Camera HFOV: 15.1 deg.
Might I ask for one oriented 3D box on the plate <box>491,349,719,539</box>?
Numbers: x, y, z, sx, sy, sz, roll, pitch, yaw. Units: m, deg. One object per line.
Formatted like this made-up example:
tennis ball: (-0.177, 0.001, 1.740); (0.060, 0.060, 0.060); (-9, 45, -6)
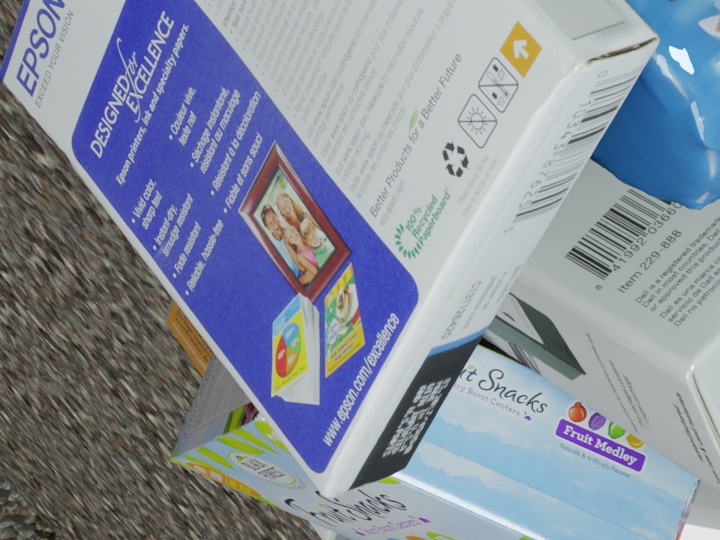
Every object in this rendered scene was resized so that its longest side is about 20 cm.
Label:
plate: (0.124, 0.084, 1.185); (0.199, 0.032, 0.200); (9, 160, 33)

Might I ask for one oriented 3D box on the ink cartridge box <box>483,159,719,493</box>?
ink cartridge box: (0.107, -0.030, 0.970); (0.200, 0.146, 0.084); (34, 162, 43)

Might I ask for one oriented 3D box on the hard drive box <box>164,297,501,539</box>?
hard drive box: (0.000, 0.000, 1.259); (0.156, 0.077, 0.200); (51, 139, 30)

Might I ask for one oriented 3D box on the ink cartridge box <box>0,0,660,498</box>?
ink cartridge box: (-0.021, -0.065, 0.845); (0.200, 0.047, 0.198); (52, 138, 24)

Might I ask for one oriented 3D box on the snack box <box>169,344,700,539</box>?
snack box: (0.024, 0.073, 1.088); (0.168, 0.068, 0.200); (25, 166, -9)

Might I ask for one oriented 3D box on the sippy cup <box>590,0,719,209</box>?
sippy cup: (0.116, -0.093, 0.827); (0.178, 0.130, 0.140); (40, 163, 25)
